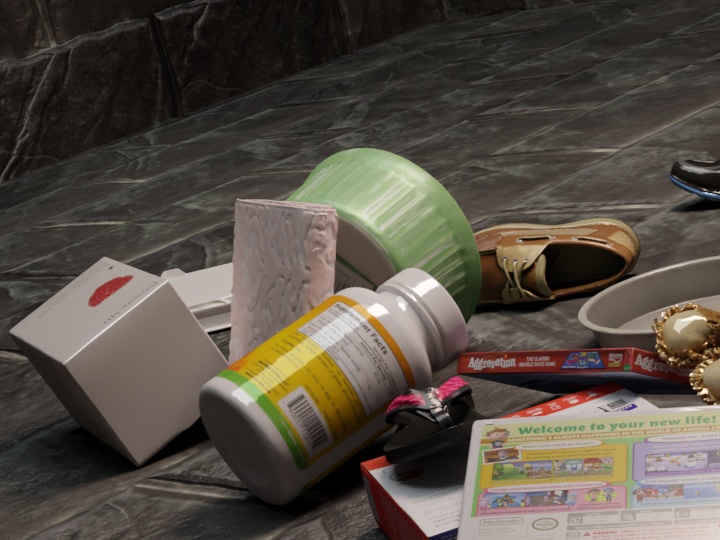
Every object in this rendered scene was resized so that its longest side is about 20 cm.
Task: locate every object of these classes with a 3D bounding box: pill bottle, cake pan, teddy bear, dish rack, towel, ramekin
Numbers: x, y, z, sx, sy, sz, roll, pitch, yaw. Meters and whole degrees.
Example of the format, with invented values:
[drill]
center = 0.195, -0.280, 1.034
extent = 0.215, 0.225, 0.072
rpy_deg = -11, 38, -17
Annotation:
[pill bottle]
center = -0.016, 0.083, 1.482
extent = 0.200, 0.111, 0.111
rpy_deg = -34, 20, -24
[cake pan]
center = 0.284, 0.033, 1.608
extent = 0.200, 0.037, 0.200
rpy_deg = -13, 13, 3
[teddy bear]
center = 0.300, 0.059, 1.359
extent = 0.145, 0.067, 0.200
rpy_deg = 31, 35, 35
[dish rack]
center = -0.166, 0.025, 2.128
extent = 0.171, 0.044, 0.200
rpy_deg = -13, 14, 4
[towel]
center = -0.066, 0.040, 1.623
extent = 0.032, 0.201, 0.191
rpy_deg = 0, 5, -23
[ramekin]
center = 0.000, 0.000, 1.724
extent = 0.200, 0.200, 0.098
rpy_deg = -4, 23, 40

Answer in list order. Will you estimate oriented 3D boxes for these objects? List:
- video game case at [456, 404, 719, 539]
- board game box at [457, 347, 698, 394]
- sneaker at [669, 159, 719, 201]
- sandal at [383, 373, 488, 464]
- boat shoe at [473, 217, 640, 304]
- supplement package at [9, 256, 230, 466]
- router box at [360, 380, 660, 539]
[video game case]
center = 0.160, 0.145, 1.158
extent = 0.200, 0.022, 0.182
rpy_deg = -5, 31, 12
[board game box]
center = 0.174, 0.077, 1.439
extent = 0.103, 0.019, 0.200
rpy_deg = 15, -11, -33
[sneaker]
center = 0.423, -0.122, 2.011
extent = 0.199, 0.083, 0.071
rpy_deg = -9, 14, 24
[sandal]
center = 0.048, 0.098, 1.346
extent = 0.075, 0.045, 0.200
rpy_deg = -16, 4, 2
[boat shoe]
center = 0.166, -0.006, 1.826
extent = 0.200, 0.076, 0.074
rpy_deg = -13, 16, 12
[supplement package]
center = -0.215, 0.077, 1.722
extent = 0.121, 0.120, 0.200
rpy_deg = -39, 20, -15
[router box]
center = 0.119, 0.144, 1.291
extent = 0.200, 0.049, 0.179
rpy_deg = -17, 13, -11
